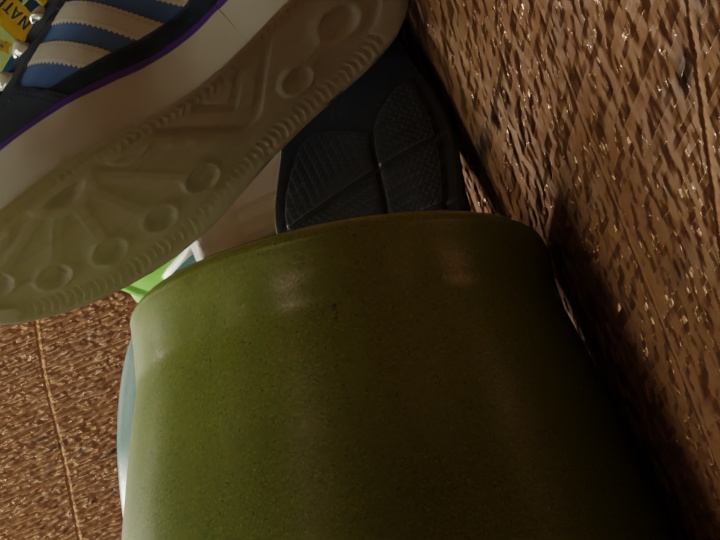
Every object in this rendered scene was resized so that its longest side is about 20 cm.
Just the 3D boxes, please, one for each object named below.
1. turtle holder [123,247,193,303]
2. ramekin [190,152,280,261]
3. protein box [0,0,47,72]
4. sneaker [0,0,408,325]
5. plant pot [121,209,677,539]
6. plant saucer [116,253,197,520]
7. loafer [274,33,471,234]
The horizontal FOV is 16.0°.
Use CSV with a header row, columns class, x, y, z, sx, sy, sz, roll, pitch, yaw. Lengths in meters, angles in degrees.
class,x,y,z,sx,sy,sz,roll,pitch,yaw
turtle holder,-0.101,-0.058,1.328,0.132,0.185,0.141,136,136,-72
ramekin,-0.059,-0.108,1.081,0.200,0.098,0.201,157,90,-86
protein box,-0.191,-0.104,1.243,0.135,0.198,0.200,46,-133,-27
sneaker,-0.089,-0.088,0.896,0.147,0.200,0.081,56,-173,37
plant pot,0.011,0.091,0.759,0.200,0.200,0.193,84,176,-75
plant saucer,-0.072,0.086,1.168,0.200,0.036,0.200,-5,-90,-77
loafer,0.004,-0.045,0.915,0.063,0.072,0.200,40,-153,-54
